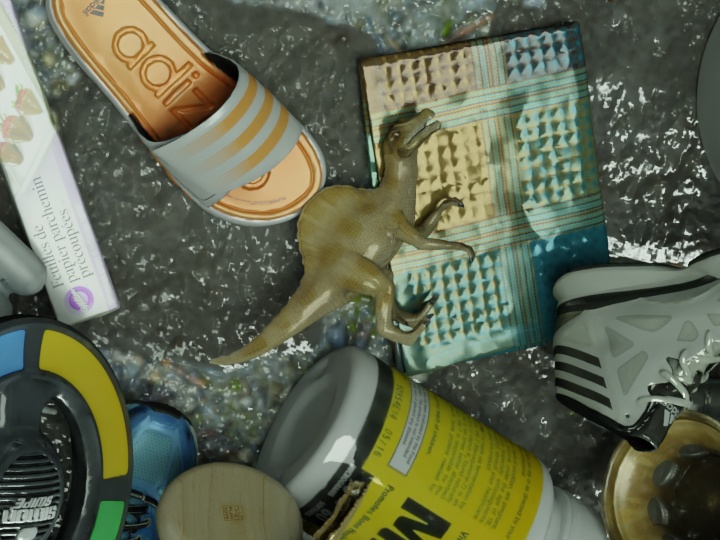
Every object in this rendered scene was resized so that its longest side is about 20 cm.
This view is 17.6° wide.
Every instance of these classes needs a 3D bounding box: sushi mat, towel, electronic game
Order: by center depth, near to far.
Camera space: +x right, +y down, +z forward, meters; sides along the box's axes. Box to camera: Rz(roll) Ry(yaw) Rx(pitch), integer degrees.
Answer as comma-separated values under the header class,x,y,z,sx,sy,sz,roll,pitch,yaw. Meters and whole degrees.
class,x,y,z,sx,sy,sz,roll,pitch,yaw
electronic game,-0.194,0.123,1.281,0.200,0.042,0.200,-19,113,-53
sushi mat,-0.053,0.214,1.363,0.012,0.096,0.200,32,126,6
towel,0.079,-0.045,1.440,0.146,0.022,0.200,-11,104,-11

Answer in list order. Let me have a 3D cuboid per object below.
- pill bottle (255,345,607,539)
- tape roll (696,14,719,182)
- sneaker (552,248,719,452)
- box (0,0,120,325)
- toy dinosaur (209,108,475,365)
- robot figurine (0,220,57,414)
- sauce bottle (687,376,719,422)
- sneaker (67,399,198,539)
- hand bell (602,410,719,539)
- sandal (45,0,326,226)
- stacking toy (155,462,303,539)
class,x,y,z,sx,sy,sz,roll,pitch,yaw
pill bottle,0.045,0.141,1.425,0.200,0.114,0.114,32,94,-18
tape roll,0.323,-0.100,1.423,0.202,0.139,0.203,-3,104,-12
sneaker,0.206,0.052,1.379,0.076,0.200,0.116,36,53,-51
box,-0.192,-0.066,1.359,0.039,0.041,0.200,-20,106,-8
toy dinosaur,0.000,0.000,1.402,0.101,0.058,0.200,37,84,-3
robot figurine,-0.261,0.032,1.326,0.170,0.113,0.200,-39,108,-2
sauce bottle,0.294,0.089,1.501,0.200,0.066,0.066,5,101,-12
sneaker,-0.146,0.176,1.400,0.078,0.090,0.200,18,97,-17
hand bell,0.251,0.149,1.467,0.200,0.104,0.104,12,102,-50
sandal,-0.103,-0.098,1.362,0.207,0.059,0.079,43,90,-19
stacking toy,-0.092,0.208,1.394,0.085,0.085,0.200,2,134,-14
